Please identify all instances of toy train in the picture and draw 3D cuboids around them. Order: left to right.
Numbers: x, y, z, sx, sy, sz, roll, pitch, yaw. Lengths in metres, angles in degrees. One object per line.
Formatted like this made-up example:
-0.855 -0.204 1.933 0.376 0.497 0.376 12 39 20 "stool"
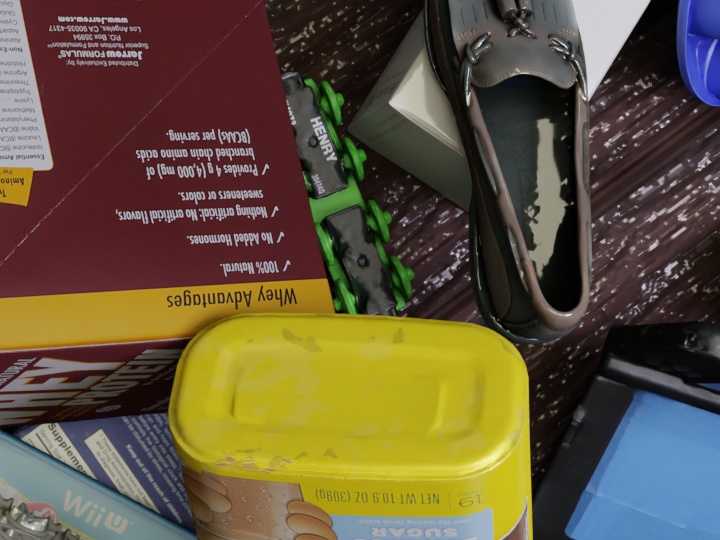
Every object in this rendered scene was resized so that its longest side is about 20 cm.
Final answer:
0.000 0.000 1.025 0.042 0.056 0.200 -22 92 -7 "toy train"

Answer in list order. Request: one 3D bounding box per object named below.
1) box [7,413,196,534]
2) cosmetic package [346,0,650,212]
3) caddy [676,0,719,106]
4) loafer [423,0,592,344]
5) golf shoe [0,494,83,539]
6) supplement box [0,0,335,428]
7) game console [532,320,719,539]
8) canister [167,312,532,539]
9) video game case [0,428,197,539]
-0.107 0.108 1.007 0.200 0.032 0.121 -35 95 -9 "box"
0.087 -0.132 1.025 0.085 0.108 0.200 34 80 -8 "cosmetic package"
0.222 -0.164 1.021 0.105 0.141 0.200 24 73 31 "caddy"
0.074 -0.068 0.932 0.072 0.063 0.201 -8 89 -12 "loafer"
-0.117 0.184 0.892 0.200 0.078 0.097 46 101 7 "golf shoe"
-0.142 -0.045 0.905 0.197 0.133 0.201 -3 74 -35 "supplement box"
0.201 0.106 0.999 0.200 0.176 0.117 17 84 -10 "game console"
0.002 0.109 0.889 0.148 0.200 0.087 2 51 8 "canister"
-0.162 0.188 0.970 0.143 0.018 0.200 29 84 -7 "video game case"
